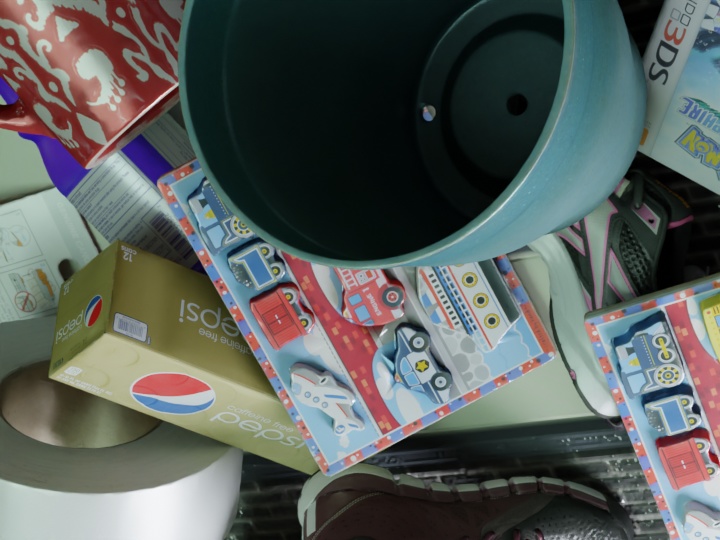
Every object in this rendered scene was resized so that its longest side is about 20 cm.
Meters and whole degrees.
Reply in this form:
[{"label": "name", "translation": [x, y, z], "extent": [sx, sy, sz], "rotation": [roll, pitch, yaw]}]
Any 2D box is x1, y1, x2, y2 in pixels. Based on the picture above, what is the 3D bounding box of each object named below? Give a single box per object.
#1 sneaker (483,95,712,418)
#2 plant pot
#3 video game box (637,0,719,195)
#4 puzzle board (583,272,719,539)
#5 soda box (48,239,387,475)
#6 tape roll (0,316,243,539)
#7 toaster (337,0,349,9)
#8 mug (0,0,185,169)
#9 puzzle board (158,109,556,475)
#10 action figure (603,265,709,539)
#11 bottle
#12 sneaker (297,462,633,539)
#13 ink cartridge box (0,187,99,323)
[{"label": "sneaker", "translation": [0.129, -0.031, 1.378], "extent": [0.086, 0.080, 0.201], "rotation": [-25, 91, 29]}, {"label": "plant pot", "translation": [0.046, -0.092, 1.264], "extent": [0.199, 0.188, 0.202], "rotation": [-3, 83, 27]}, {"label": "video game box", "translation": [0.238, -0.094, 1.287], "extent": [0.199, 0.047, 0.183], "rotation": [29, 137, 13]}, {"label": "puzzle board", "translation": [0.216, 0.081, 1.361], "extent": [0.150, 0.017, 0.201], "rotation": [-17, 123, 13]}, {"label": "soda box", "translation": [-0.077, 0.055, 1.536], "extent": [0.199, 0.064, 0.068], "rotation": [23, 144, -28]}, {"label": "tape roll", "translation": [-0.170, 0.106, 1.600], "extent": [0.201, 0.202, 0.071], "rotation": [19, 122, 22]}, {"label": "toaster", "translation": [-0.039, -0.213, 1.340], "extent": [0.129, 0.114, 0.201], "rotation": [26, 134, 12]}, {"label": "mug", "translation": [-0.183, -0.155, 1.452], "extent": [0.200, 0.133, 0.177], "rotation": [49, 130, -1]}, {"label": "puzzle board", "translation": [0.000, 0.000, 1.473], "extent": [0.150, 0.017, 0.201], "rotation": [-27, 108, 6]}, {"label": "action figure", "translation": [0.191, 0.082, 1.438], "extent": [0.129, 0.069, 0.201], "rotation": [8, 123, 36]}, {"label": "bottle", "translation": [-0.142, -0.066, 1.554], "extent": [0.200, 0.065, 0.083], "rotation": [46, 139, -3]}, {"label": "sneaker", "translation": [0.058, 0.178, 1.532], "extent": [0.198, 0.116, 0.076], "rotation": [3, 129, 4]}, {"label": "ink cartridge box", "translation": [-0.236, 0.028, 1.720], "extent": [0.199, 0.047, 0.161], "rotation": [-16, 113, 23]}]
